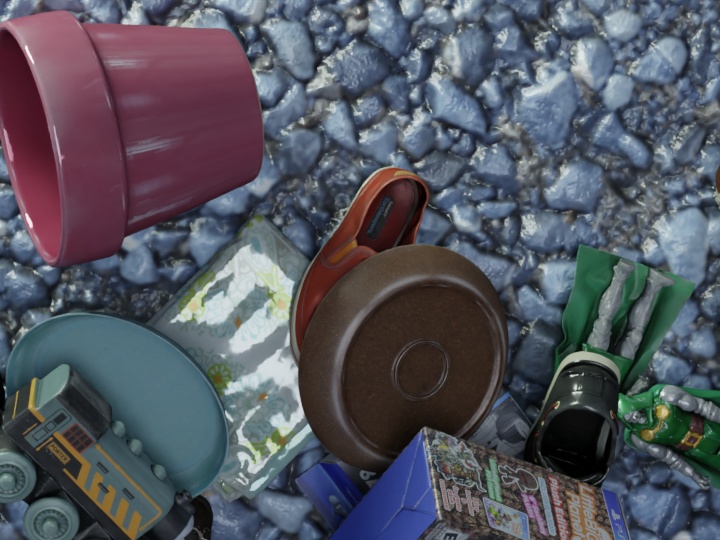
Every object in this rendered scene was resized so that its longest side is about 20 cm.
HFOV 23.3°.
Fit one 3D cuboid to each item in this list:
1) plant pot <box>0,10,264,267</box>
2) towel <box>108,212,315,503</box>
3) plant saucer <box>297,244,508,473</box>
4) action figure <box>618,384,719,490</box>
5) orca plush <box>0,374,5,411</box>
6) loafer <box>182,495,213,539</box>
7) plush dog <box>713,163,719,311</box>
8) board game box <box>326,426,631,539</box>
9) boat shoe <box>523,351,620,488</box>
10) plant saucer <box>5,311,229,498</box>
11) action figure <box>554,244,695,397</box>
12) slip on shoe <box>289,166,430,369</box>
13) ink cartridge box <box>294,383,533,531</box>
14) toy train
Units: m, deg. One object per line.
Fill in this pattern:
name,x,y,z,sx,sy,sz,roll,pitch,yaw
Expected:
plant pot,-0.181,-0.115,1.389,0.179,0.200,0.200,-13,101,-22
towel,-0.096,0.079,1.494,0.200,0.048,0.171,-45,103,1
plant saucer,0.045,0.079,1.452,0.200,0.034,0.201,-8,108,-26
action figure,0.304,0.147,1.524,0.200,0.055,0.118,20,111,-20
orca plush,-0.341,0.059,1.463,0.105,0.071,0.200,-25,101,43
loafer,-0.173,0.292,1.506,0.073,0.071,0.200,9,98,-9
plush dog,0.398,-0.014,1.482,0.160,0.172,0.201,-5,99,-7
board game box,0.098,0.239,1.428,0.200,0.097,0.160,21,126,-24
boat shoe,0.176,0.157,1.479,0.073,0.063,0.202,12,137,5
plant saucer,-0.199,0.112,1.452,0.200,0.027,0.200,10,126,14
action figure,0.213,0.089,1.538,0.118,0.055,0.200,18,100,-13
slip on shoe,0.000,0.000,1.459,0.074,0.061,0.200,31,75,-16
ink cartridge box,0.050,0.165,1.533,0.200,0.039,0.100,-38,103,0
toy train,-0.226,0.172,1.428,0.114,0.085,0.200,-38,109,9
